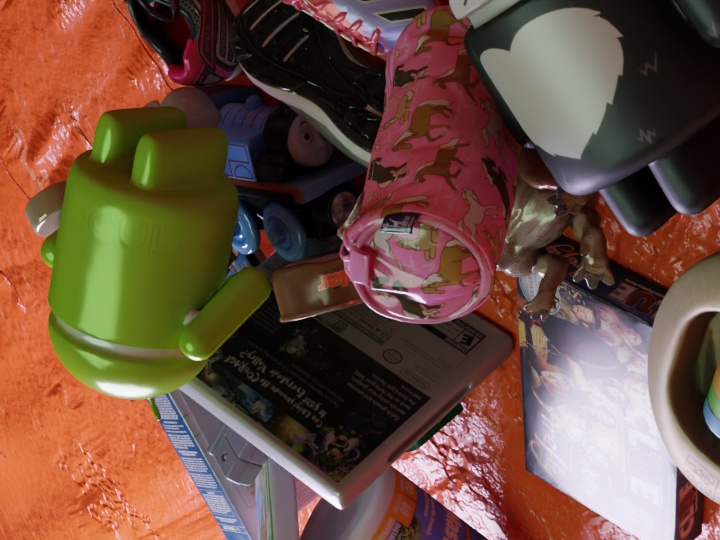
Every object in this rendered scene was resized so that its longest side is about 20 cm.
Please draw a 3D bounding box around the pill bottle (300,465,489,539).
[{"bbox_3d":[0.056,0.246,1.354,0.199,0.113,0.112,37,153,-17],"label":"pill bottle"}]

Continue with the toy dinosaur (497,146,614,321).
[{"bbox_3d":[0.105,-0.048,1.067,0.199,0.136,0.086,-34,122,31],"label":"toy dinosaur"}]

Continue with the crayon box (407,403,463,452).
[{"bbox_3d":[-0.015,0.091,1.388,0.119,0.058,0.200,57,150,-5],"label":"crayon box"}]

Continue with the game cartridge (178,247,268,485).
[{"bbox_3d":[-0.099,0.060,1.367,0.131,0.038,0.200,-62,33,17],"label":"game cartridge"}]

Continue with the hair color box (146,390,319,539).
[{"bbox_3d":[-0.116,0.131,1.527,0.060,0.100,0.202,-6,115,59],"label":"hair color box"}]

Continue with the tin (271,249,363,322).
[{"bbox_3d":[0.000,0.000,1.172,0.200,0.111,0.042,-33,-76,-84],"label":"tin"}]

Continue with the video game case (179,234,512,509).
[{"bbox_3d":[-0.022,0.060,1.246,0.199,0.181,0.024,32,148,32],"label":"video game case"}]

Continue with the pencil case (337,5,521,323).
[{"bbox_3d":[0.045,-0.065,0.997,0.082,0.201,0.086,-27,123,34],"label":"pencil case"}]

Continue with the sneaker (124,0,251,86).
[{"bbox_3d":[-0.147,-0.221,1.235,0.201,0.074,0.081,52,134,10],"label":"sneaker"}]

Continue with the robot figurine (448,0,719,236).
[{"bbox_3d":[0.127,-0.120,0.916,0.149,0.125,0.201,-31,95,17],"label":"robot figurine"}]

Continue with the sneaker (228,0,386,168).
[{"bbox_3d":[-0.017,-0.120,1.174,0.200,0.074,0.079,44,173,29],"label":"sneaker"}]

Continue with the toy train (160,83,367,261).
[{"bbox_3d":[-0.077,-0.077,1.288,0.199,0.086,0.115,11,123,50],"label":"toy train"}]

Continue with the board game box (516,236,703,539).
[{"bbox_3d":[0.167,0.084,1.153,0.135,0.034,0.202,29,141,36],"label":"board game box"}]

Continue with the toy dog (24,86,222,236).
[{"bbox_3d":[-0.155,-0.057,1.279,0.199,0.096,0.133,-18,89,37],"label":"toy dog"}]

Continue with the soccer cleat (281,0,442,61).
[{"bbox_3d":[-0.018,-0.179,1.108,0.200,0.076,0.067,45,148,17],"label":"soccer cleat"}]

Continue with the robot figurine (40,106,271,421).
[{"bbox_3d":[-0.146,-0.005,1.149,0.174,0.115,0.202,26,114,36],"label":"robot figurine"}]

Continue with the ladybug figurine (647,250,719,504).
[{"bbox_3d":[0.233,0.060,0.996,0.136,0.072,0.201,41,145,25],"label":"ladybug figurine"}]

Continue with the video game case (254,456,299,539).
[{"bbox_3d":[-0.067,0.202,1.374,0.183,0.022,0.202,96,169,-50],"label":"video game case"}]
